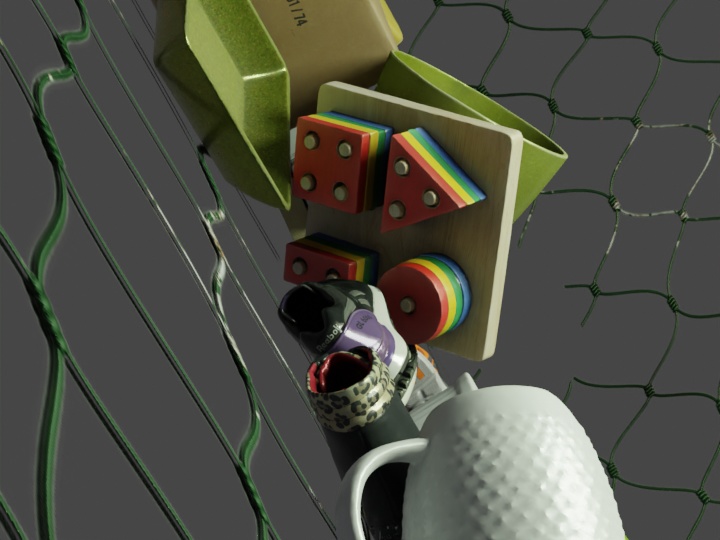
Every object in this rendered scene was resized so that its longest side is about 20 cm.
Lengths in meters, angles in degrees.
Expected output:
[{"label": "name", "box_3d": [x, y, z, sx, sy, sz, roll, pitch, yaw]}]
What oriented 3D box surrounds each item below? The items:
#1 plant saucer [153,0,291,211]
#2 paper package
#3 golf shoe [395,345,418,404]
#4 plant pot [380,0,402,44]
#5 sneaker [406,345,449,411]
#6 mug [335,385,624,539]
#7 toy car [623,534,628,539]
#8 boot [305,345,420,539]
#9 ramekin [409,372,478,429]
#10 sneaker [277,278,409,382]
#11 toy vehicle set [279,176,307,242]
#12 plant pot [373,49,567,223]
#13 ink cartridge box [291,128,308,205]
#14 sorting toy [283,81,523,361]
[{"label": "plant saucer", "box_3d": [-0.120, -0.174, 1.485, 0.201, 0.048, 0.200, -92, 159, -47]}, {"label": "paper package", "box_3d": [-0.084, -0.245, 1.633, 0.201, 0.189, 0.104, 59, 8, -34]}, {"label": "golf shoe", "box_3d": [0.020, 0.100, 1.560, 0.200, 0.077, 0.089, -98, 172, -71]}, {"label": "plant pot", "box_3d": [-0.107, -0.296, 1.771, 0.200, 0.195, 0.195, 49, 12, -48]}, {"label": "sneaker", "box_3d": [0.088, 0.154, 2.047, 0.201, 0.077, 0.112, 58, 5, -14]}, {"label": "mug", "box_3d": [0.075, 0.170, 1.132, 0.148, 0.198, 0.177, -44, -134, 52]}, {"label": "toy car", "box_3d": [0.129, 0.227, 1.612, 0.201, 0.164, 0.158, 54, 2, 10]}, {"label": "boot", "box_3d": [0.016, 0.119, 1.277, 0.204, 0.073, 0.155, -91, 159, -74]}, {"label": "ramekin", "box_3d": [0.120, 0.221, 1.901, 0.202, 0.097, 0.200, 63, 3, -6]}, {"label": "sneaker", "box_3d": [-0.027, 0.031, 1.400, 0.087, 0.076, 0.200, 38, 1, -21]}, {"label": "toy vehicle set", "box_3d": [-0.050, -0.037, 1.915, 0.125, 0.026, 0.200, 65, 4, 26]}, {"label": "plant pot", "box_3d": [0.059, -0.066, 1.601, 0.186, 0.201, 0.187, 29, 11, -6]}, {"label": "ink cartridge box", "box_3d": [-0.024, -0.105, 1.895, 0.147, 0.083, 0.201, 59, 5, -50]}, {"label": "sorting toy", "box_3d": [0.025, -0.038, 1.494, 0.069, 0.198, 0.202, -20, 122, -52]}]
